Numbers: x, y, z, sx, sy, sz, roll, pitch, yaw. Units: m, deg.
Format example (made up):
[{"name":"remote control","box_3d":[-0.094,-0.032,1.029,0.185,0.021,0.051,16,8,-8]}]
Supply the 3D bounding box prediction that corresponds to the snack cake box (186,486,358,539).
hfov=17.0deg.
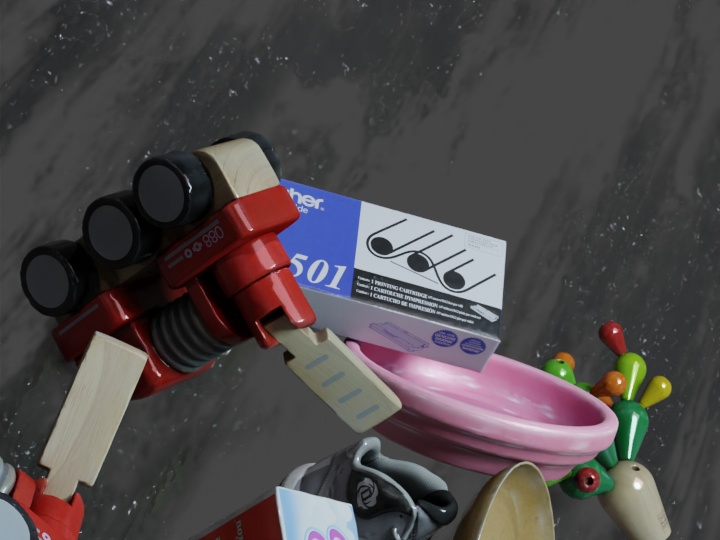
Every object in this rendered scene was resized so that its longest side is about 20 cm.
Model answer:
[{"name":"snack cake box","box_3d":[-0.050,0.244,1.434,0.067,0.115,0.200,18,49,-41]}]

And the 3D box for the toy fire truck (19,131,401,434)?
[{"name":"toy fire truck","box_3d":[-0.085,0.034,1.512,0.129,0.176,0.200,-20,78,-55]}]

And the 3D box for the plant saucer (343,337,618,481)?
[{"name":"plant saucer","box_3d":[0.078,0.098,1.685,0.200,0.051,0.201,16,11,-3]}]

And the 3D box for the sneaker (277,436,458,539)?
[{"name":"sneaker","box_3d":[0.028,0.199,1.561,0.075,0.115,0.200,-14,73,-53]}]

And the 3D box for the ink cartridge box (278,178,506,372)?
[{"name":"ink cartridge box","box_3d":[0.000,0.000,1.685,0.200,0.044,0.094,15,49,-10]}]

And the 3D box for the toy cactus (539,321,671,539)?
[{"name":"toy cactus","box_3d":[0.194,0.133,1.847,0.165,0.102,0.200,60,25,-10]}]

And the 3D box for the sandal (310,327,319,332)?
[{"name":"sandal","box_3d":[0.002,-0.009,1.759,0.203,0.050,0.082,-19,75,-53]}]

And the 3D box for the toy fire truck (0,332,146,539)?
[{"name":"toy fire truck","box_3d":[-0.209,0.109,1.356,0.176,0.129,0.200,42,25,-18]}]

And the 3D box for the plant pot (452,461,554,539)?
[{"name":"plant pot","box_3d":[0.087,0.224,1.585,0.200,0.027,0.200,5,90,-70]}]
